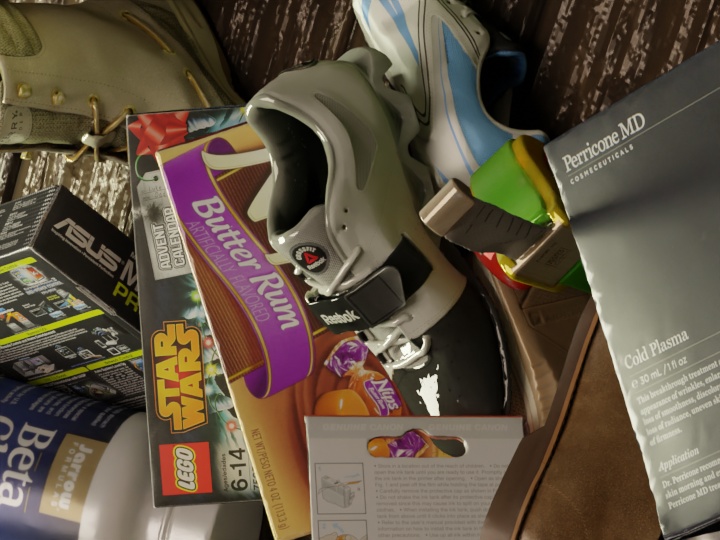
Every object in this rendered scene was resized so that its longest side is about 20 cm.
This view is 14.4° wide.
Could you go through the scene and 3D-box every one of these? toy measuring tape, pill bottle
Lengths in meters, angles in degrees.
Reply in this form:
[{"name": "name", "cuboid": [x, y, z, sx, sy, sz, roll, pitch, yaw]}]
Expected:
[{"name": "toy measuring tape", "cuboid": [0.064, -0.032, 1.268, 0.073, 0.200, 0.074, -4, 80, 27]}, {"name": "pill bottle", "cuboid": [-0.159, 0.124, 1.556, 0.199, 0.111, 0.112, 12, 104, 17]}]

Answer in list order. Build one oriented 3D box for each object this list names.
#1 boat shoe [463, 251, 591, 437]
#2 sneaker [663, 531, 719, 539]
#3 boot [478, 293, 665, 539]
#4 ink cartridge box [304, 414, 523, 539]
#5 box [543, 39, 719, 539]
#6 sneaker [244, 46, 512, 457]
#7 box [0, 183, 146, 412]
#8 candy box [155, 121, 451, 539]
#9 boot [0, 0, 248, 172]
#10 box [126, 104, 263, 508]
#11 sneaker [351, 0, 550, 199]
[{"name": "boat shoe", "cuboid": [0.091, 0.075, 1.343, 0.065, 0.072, 0.201, -39, 66, 55]}, {"name": "sneaker", "cuboid": [0.145, 0.197, 1.284, 0.081, 0.076, 0.201, 48, 129, 33]}, {"name": "boot", "cuboid": [0.122, 0.061, 1.269, 0.075, 0.074, 0.201, 17, 68, 17]}, {"name": "ink cartridge box", "cuboid": [0.025, 0.167, 1.279, 0.050, 0.108, 0.201, 120, 149, -67]}, {"name": "box", "cuboid": [0.198, -0.008, 1.180, 0.200, 0.104, 0.183, -29, 73, 46]}, {"name": "sneaker", "cuboid": [0.000, 0.000, 1.318, 0.074, 0.088, 0.201, -30, 81, 45]}, {"name": "box", "cuboid": [-0.170, 0.033, 1.574, 0.199, 0.160, 0.044, -17, 42, 49]}, {"name": "candy box", "cuboid": [-0.015, 0.019, 1.398, 0.056, 0.116, 0.201, -39, -68, -87]}, {"name": "boot", "cuboid": [-0.127, -0.070, 1.509, 0.072, 0.154, 0.201, -53, 54, 38]}, {"name": "box", "cuboid": [-0.044, 0.016, 1.447, 0.040, 0.136, 0.202, -18, -76, -86]}, {"name": "sneaker", "cuboid": [0.039, -0.111, 1.394, 0.072, 0.072, 0.201, -25, 59, 4]}]
